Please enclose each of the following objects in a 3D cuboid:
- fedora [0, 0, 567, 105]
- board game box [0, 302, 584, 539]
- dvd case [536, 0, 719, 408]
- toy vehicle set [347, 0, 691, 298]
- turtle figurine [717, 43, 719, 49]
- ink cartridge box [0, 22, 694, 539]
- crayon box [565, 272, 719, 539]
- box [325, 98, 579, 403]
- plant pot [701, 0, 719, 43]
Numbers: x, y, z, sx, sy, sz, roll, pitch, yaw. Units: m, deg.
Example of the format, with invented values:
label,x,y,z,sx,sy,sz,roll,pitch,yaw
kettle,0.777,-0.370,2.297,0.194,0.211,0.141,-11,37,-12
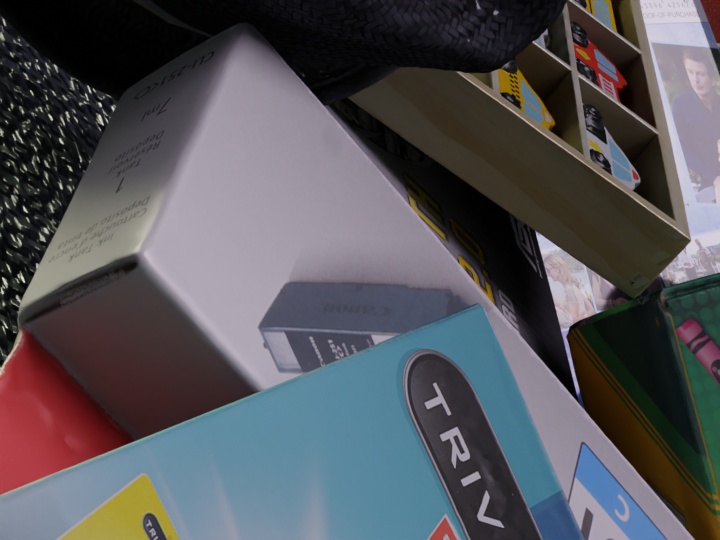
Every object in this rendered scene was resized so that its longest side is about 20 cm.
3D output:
label,x,y,z,sx,sy,sz,roll,pitch,yaw
fedora,-0.006,-0.108,0.642,0.200,0.201,0.092,37,4,-43
board game box,-0.012,0.101,0.487,0.200,0.047,0.152,-20,86,-56
dvd case,0.091,-0.027,0.957,0.142,0.018,0.201,-6,70,-36
toy vehicle set,0.042,-0.080,0.862,0.124,0.027,0.200,34,24,-16
turtle figurine,0.076,-0.139,1.125,0.200,0.100,0.150,52,-9,50
ink cartridge box,-0.001,0.071,0.604,0.200,0.045,0.177,48,36,-23
crayon box,0.121,0.100,0.749,0.119,0.058,0.201,143,-68,-81
box,0.000,0.000,0.786,0.158,0.048,0.200,44,22,-33
plant pot,0.226,-0.128,1.268,0.177,0.199,0.200,65,6,18
